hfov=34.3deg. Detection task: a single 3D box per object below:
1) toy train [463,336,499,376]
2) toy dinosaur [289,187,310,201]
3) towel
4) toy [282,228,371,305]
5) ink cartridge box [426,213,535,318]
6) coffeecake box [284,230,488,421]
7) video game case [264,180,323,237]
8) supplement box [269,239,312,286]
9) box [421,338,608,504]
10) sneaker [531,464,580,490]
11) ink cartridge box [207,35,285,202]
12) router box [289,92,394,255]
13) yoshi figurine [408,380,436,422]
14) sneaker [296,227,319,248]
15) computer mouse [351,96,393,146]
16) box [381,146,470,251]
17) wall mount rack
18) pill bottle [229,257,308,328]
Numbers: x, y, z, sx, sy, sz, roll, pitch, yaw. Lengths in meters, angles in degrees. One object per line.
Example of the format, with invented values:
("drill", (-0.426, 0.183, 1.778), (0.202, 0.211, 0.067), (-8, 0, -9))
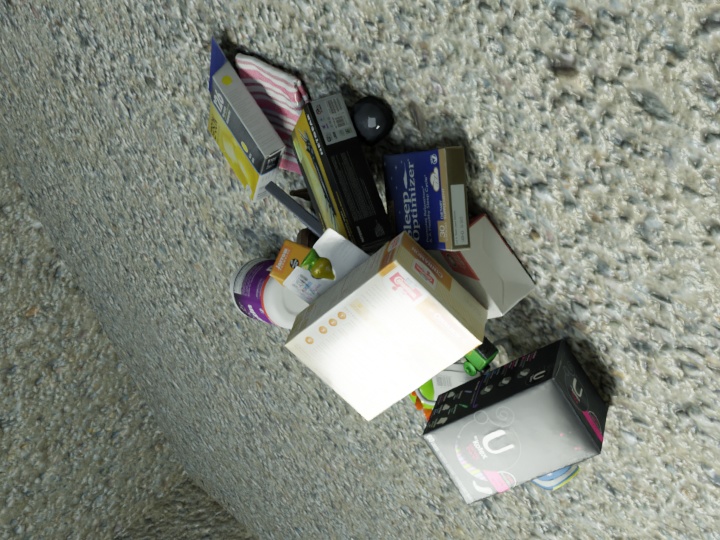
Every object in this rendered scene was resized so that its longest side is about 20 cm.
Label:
("toy train", (0.099, 0.056, 1.509), (0.200, 0.042, 0.056), (45, 147, 14))
("toy dinosaur", (-0.012, -0.068, 1.716), (0.200, 0.058, 0.101), (41, 178, -10))
("towel", (-0.109, -0.212, 1.688), (0.146, 0.030, 0.200), (28, 149, 43))
("toy", (0.013, 0.031, 1.494), (0.200, 0.047, 0.115), (34, 124, -11))
("ink cartridge box", (0.126, 0.005, 1.520), (0.117, 0.067, 0.200), (54, 157, -8))
("coffeecake box", (0.032, 0.072, 1.442), (0.153, 0.073, 0.200), (43, 121, -15))
("video game case", (-0.062, -0.061, 1.736), (0.143, 0.019, 0.200), (40, 178, 15))
("supplement box", (-0.033, 0.020, 1.745), (0.199, 0.067, 0.069), (20, 174, 23))
("box", (0.198, 0.195, 1.492), (0.200, 0.106, 0.122), (-29, 104, 27))
("sneaker", (0.235, 0.263, 1.714), (0.200, 0.074, 0.082), (-6, 119, 56))
("ink cartridge box", (-0.190, -0.222, 1.755), (0.200, 0.047, 0.198), (55, 164, 8))
("router box", (-0.029, -0.114, 1.543), (0.157, 0.052, 0.201), (136, 114, -74))
("yoshi figurine", (0.130, 0.181, 1.779), (0.200, 0.112, 0.112), (52, -169, -39))
("sneaker", (-0.038, 0.007, 1.830), (0.075, 0.070, 0.201), (-36, 61, 29))
("computer mouse", (-0.007, -0.177, 1.539), (0.059, 0.034, 0.200), (51, 159, -1))
("box", (0.071, -0.087, 1.444), (0.200, 0.032, 0.122), (-174, 79, -67))
("wall mount rack", (0.166, 0.181, 1.639), (0.200, 0.074, 0.175), (-1, 102, 52))
("pill bottle", (-0.156, 0.037, 2.062), (0.200, 0.112, 0.113), (9, 134, 59))
